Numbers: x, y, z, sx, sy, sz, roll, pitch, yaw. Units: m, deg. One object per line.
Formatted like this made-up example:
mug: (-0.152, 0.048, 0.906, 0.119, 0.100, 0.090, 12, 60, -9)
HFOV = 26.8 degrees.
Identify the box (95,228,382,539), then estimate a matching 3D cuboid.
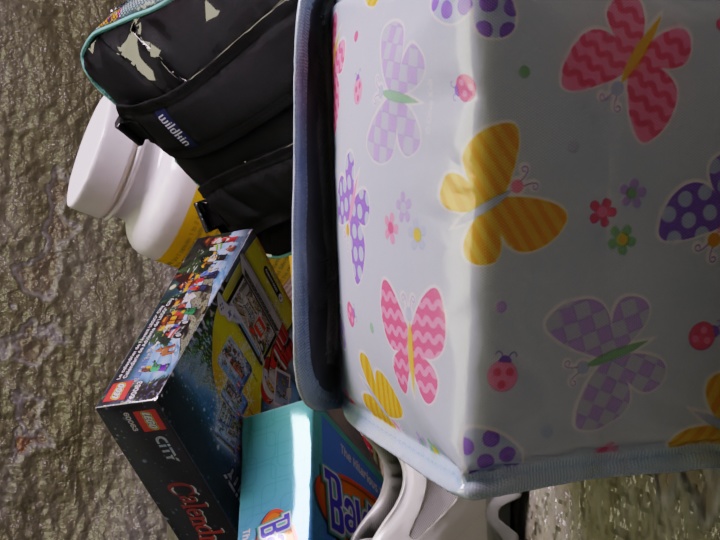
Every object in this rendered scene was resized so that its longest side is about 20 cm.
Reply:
box: (-0.054, 0.098, 0.806, 0.200, 0.038, 0.137, 64, -148, -29)

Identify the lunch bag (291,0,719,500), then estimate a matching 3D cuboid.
lunch bag: (0.039, -0.024, 0.537, 0.200, 0.127, 0.170, -154, 62, -70)

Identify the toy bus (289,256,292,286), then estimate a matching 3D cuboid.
toy bus: (0.000, 0.000, 0.908, 0.200, 0.078, 0.065, -98, 16, -45)

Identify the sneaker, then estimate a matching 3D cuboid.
sneaker: (0.028, 0.157, 0.703, 0.074, 0.088, 0.201, 133, 138, -71)

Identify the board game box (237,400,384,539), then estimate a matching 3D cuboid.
board game box: (-0.007, 0.187, 0.739, 0.152, 0.045, 0.201, 52, -153, -43)

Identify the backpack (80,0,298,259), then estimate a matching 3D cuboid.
backpack: (-0.024, -0.113, 0.808, 0.153, 0.176, 0.200, -47, 17, -28)

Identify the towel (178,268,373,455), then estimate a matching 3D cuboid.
towel: (-0.062, 0.060, 1.049, 0.023, 0.144, 0.200, -56, 26, 31)

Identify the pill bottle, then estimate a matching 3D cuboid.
pill bottle: (-0.094, -0.049, 1.039, 0.111, 0.199, 0.112, -53, 26, 41)
